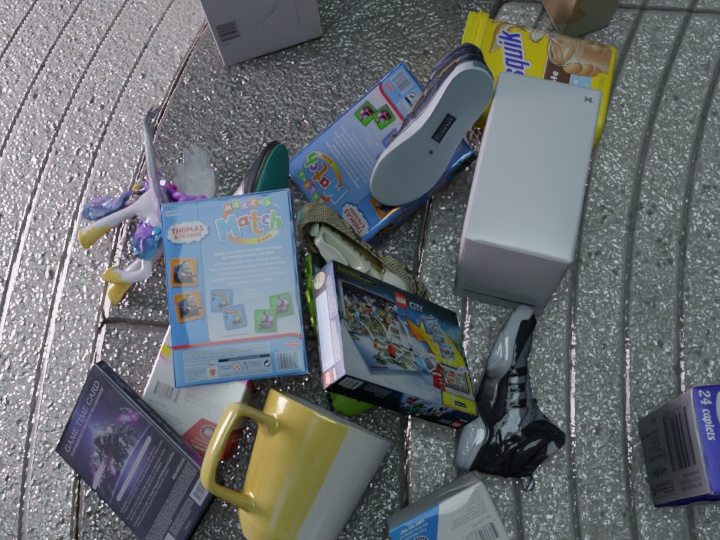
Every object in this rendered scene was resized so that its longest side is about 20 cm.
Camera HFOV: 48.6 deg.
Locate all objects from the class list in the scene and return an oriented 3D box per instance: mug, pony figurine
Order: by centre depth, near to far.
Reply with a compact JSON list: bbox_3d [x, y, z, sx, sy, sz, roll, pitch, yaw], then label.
[{"bbox_3d":[-0.078,0.222,0.873,0.183,0.149,0.156,24,83,-4],"label":"mug"},{"bbox_3d":[-0.248,-0.074,0.981,0.196,0.166,0.197,-19,74,16],"label":"pony figurine"}]

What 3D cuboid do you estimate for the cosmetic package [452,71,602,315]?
[{"bbox_3d":[0.187,-0.082,0.925,0.120,0.201,0.204,13,72,6],"label":"cosmetic package"}]

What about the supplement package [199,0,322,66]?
[{"bbox_3d":[-0.153,-0.419,1.072,0.148,0.152,0.204,-17,72,-3],"label":"supplement package"}]

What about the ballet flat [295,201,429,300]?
[{"bbox_3d":[0.000,0.000,0.940,0.199,0.076,0.068,40,112,-13],"label":"ballet flat"}]

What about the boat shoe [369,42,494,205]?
[{"bbox_3d":[0.083,-0.168,0.931,0.070,0.201,0.092,32,30,-17],"label":"boat shoe"}]

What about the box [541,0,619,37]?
[{"bbox_3d":[0.293,-0.398,1.020,0.076,0.201,0.097,-19,71,-4],"label":"box"}]

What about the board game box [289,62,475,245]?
[{"bbox_3d":[0.022,-0.136,1.002,0.199,0.037,0.152,-39,74,7],"label":"board game box"}]

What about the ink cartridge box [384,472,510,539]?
[{"bbox_3d":[0.119,0.338,0.852,0.114,0.067,0.203,-25,86,-5],"label":"ink cartridge box"}]

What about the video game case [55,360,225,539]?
[{"bbox_3d":[-0.254,0.219,0.901,0.199,0.019,0.144,40,116,14],"label":"video game case"}]

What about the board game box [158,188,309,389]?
[{"bbox_3d":[-0.140,0.020,0.886,0.147,0.037,0.205,-6,86,1],"label":"board game box"}]

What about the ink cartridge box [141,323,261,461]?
[{"bbox_3d":[-0.171,0.105,0.936,0.114,0.068,0.204,20,85,8],"label":"ink cartridge box"}]

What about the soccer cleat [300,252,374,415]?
[{"bbox_3d":[-0.018,0.070,0.923,0.079,0.068,0.204,-15,108,-6],"label":"soccer cleat"}]

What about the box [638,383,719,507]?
[{"bbox_3d":[0.422,0.184,0.839,0.195,0.184,0.107,-5,70,1],"label":"box"}]

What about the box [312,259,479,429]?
[{"bbox_3d":[0.039,0.084,0.868,0.038,0.198,0.139,-38,45,34],"label":"box"}]

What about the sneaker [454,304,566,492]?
[{"bbox_3d":[0.189,0.149,0.920,0.112,0.076,0.204,22,80,8],"label":"sneaker"}]

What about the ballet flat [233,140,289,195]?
[{"bbox_3d":[-0.134,-0.060,0.992,0.071,0.073,0.205,4,88,4],"label":"ballet flat"}]

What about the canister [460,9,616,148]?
[{"bbox_3d":[0.219,-0.242,1.036,0.195,0.087,0.152,14,74,5],"label":"canister"}]
